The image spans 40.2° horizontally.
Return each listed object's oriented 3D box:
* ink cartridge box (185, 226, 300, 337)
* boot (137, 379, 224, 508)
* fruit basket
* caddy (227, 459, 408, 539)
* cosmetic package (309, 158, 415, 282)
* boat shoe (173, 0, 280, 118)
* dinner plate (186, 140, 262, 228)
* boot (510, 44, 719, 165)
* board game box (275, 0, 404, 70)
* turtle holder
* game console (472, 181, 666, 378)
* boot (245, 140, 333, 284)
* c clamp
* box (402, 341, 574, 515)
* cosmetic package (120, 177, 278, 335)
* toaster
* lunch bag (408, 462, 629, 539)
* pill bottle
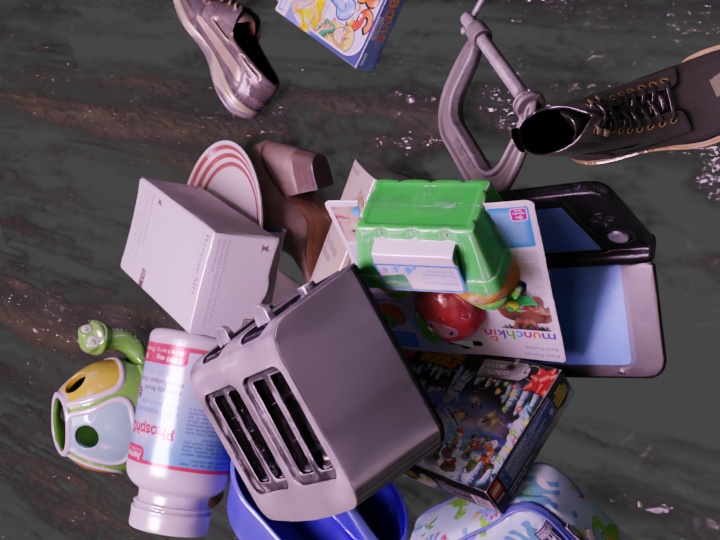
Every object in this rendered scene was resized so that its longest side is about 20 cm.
[{"bbox_3d":[-0.140,0.050,1.130,0.199,0.040,0.202,8,86,55],"label":"ink cartridge box"},{"bbox_3d":[-0.220,0.182,1.165,0.076,0.200,0.156,-22,105,-3],"label":"boot"},{"bbox_3d":[0.076,0.016,0.866,0.184,0.094,0.201,4,133,24],"label":"fruit basket"},{"bbox_3d":[-0.045,0.233,0.988,0.200,0.141,0.105,42,140,21],"label":"caddy"},{"bbox_3d":[0.000,0.000,0.997,0.104,0.073,0.201,-125,54,-70],"label":"cosmetic package"},{"bbox_3d":[-0.148,-0.275,1.132,0.073,0.074,0.201,-29,87,26],"label":"boat shoe"},{"bbox_3d":[-0.155,-0.045,1.113,0.200,0.024,0.202,-11,77,53],"label":"dinner plate"},{"bbox_3d":[0.234,-0.130,0.800,0.199,0.138,0.078,-24,81,37],"label":"boot"},{"bbox_3d":[0.000,-0.330,1.023,0.135,0.034,0.201,40,118,28],"label":"board game box"},{"bbox_3d":[-0.316,0.171,1.250,0.141,0.131,0.186,54,136,40],"label":"turtle holder"},{"bbox_3d":[0.159,0.015,0.896,0.199,0.176,0.117,-4,64,38],"label":"game console"},{"bbox_3d":[-0.084,-0.048,1.112,0.146,0.070,0.202,-4,93,45],"label":"boot"},{"bbox_3d":[0.119,-0.169,0.912,0.171,0.027,0.201,-60,34,38],"label":"c clamp"},{"bbox_3d":[0.086,0.137,0.939,0.199,0.137,0.040,10,144,46],"label":"box"},{"bbox_3d":[-0.176,-0.017,1.052,0.200,0.081,0.114,30,109,52],"label":"cosmetic package"},{"bbox_3d":[-0.038,0.116,0.855,0.181,0.118,0.201,-26,93,55],"label":"toaster"},{"bbox_3d":[0.148,0.280,0.928,0.161,0.083,0.200,46,126,-12],"label":"lunch bag"},{"bbox_3d":[-0.181,0.166,1.018,0.108,0.108,0.202,4,82,37],"label":"pill bottle"}]
